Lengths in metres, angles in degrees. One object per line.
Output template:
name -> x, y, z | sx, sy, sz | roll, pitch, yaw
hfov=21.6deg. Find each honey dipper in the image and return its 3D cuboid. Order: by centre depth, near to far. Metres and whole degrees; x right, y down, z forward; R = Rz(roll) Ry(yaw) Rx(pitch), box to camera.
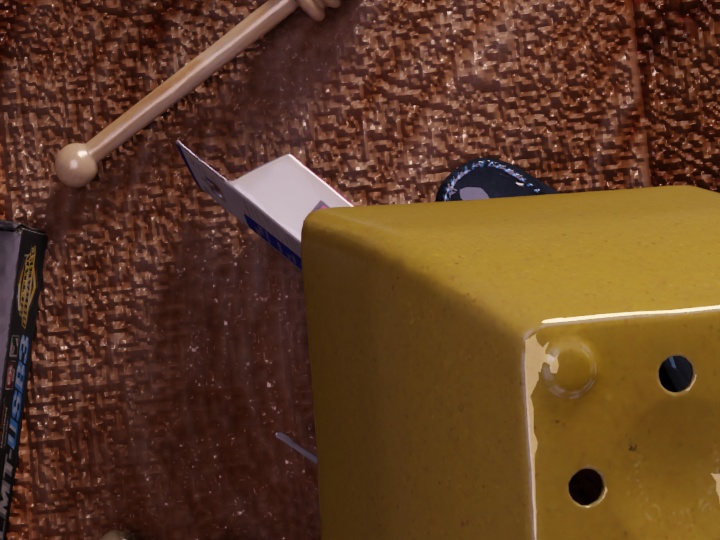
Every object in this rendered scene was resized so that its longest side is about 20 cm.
honey dipper -> -0.075, -0.107, 0.953 | 0.199, 0.038, 0.038 | -37, 84, 9

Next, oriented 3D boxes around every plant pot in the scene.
plant pot -> 0.093, 0.067, 0.749 | 0.192, 0.200, 0.198 | -4, 92, -12

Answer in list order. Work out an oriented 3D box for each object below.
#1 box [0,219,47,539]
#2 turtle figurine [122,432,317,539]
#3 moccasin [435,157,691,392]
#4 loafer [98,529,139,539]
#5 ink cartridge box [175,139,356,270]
box -> -0.272, 0.064, 0.964 | 0.196, 0.050, 0.202 | 7, 88, 7
turtle figurine -> -0.014, 0.164, 0.898 | 0.199, 0.150, 0.101 | 29, 130, 4
moccasin -> 0.113, 0.023, 0.902 | 0.080, 0.068, 0.200 | -44, 84, 3
loafer -> -0.102, 0.230, 0.924 | 0.067, 0.076, 0.202 | -25, 75, 7
ink cartridge box -> 0.000, 0.000, 0.904 | 0.199, 0.095, 0.037 | 37, 83, 7
